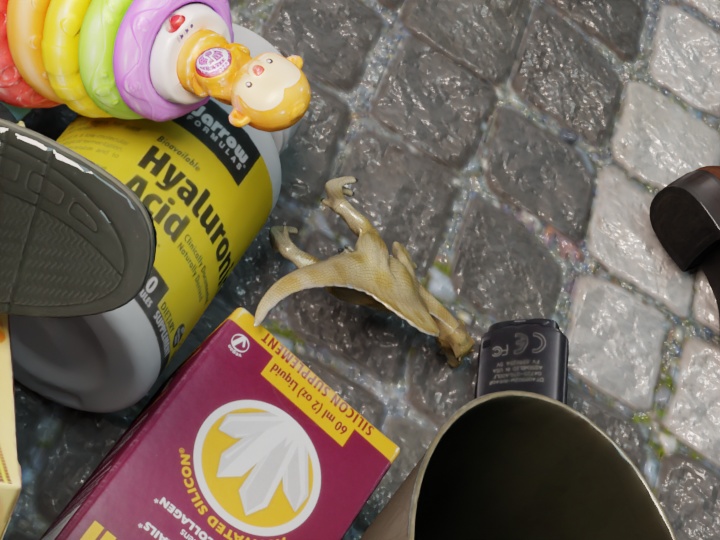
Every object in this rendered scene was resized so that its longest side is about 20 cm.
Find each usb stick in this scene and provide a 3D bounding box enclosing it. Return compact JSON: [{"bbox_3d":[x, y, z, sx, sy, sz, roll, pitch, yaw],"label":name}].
[{"bbox_3d":[0.084,0.118,0.957,0.033,0.055,0.202,59,32,-52],"label":"usb stick"}]

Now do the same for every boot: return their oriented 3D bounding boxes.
[{"bbox_3d":[-0.162,-0.042,0.742,0.201,0.074,0.154,14,12,10],"label":"boot"},{"bbox_3d":[0.295,0.001,1.153,0.199,0.069,0.189,-20,69,-44],"label":"boot"}]

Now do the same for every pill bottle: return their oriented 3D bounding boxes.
[{"bbox_3d":[-0.107,-0.035,0.882,0.111,0.111,0.201,38,51,-8],"label":"pill bottle"}]

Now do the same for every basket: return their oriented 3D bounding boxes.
[{"bbox_3d":[0.031,0.177,0.741,0.135,0.200,0.182,21,47,-20],"label":"basket"}]

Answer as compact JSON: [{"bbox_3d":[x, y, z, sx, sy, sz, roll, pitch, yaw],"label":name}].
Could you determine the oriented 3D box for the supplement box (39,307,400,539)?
[{"bbox_3d":[-0.083,0.132,0.822,0.110,0.086,0.200,41,52,-6],"label":"supplement box"}]

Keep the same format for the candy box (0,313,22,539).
[{"bbox_3d":[-0.231,0.043,0.654,0.198,0.056,0.116,14,34,-24],"label":"candy box"}]

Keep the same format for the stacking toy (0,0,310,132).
[{"bbox_3d":[-0.100,-0.107,0.804,0.199,0.110,0.116,27,61,34],"label":"stacking toy"}]

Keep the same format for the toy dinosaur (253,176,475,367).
[{"bbox_3d":[0.000,0.000,0.927,0.199,0.058,0.101,19,25,-53],"label":"toy dinosaur"}]
